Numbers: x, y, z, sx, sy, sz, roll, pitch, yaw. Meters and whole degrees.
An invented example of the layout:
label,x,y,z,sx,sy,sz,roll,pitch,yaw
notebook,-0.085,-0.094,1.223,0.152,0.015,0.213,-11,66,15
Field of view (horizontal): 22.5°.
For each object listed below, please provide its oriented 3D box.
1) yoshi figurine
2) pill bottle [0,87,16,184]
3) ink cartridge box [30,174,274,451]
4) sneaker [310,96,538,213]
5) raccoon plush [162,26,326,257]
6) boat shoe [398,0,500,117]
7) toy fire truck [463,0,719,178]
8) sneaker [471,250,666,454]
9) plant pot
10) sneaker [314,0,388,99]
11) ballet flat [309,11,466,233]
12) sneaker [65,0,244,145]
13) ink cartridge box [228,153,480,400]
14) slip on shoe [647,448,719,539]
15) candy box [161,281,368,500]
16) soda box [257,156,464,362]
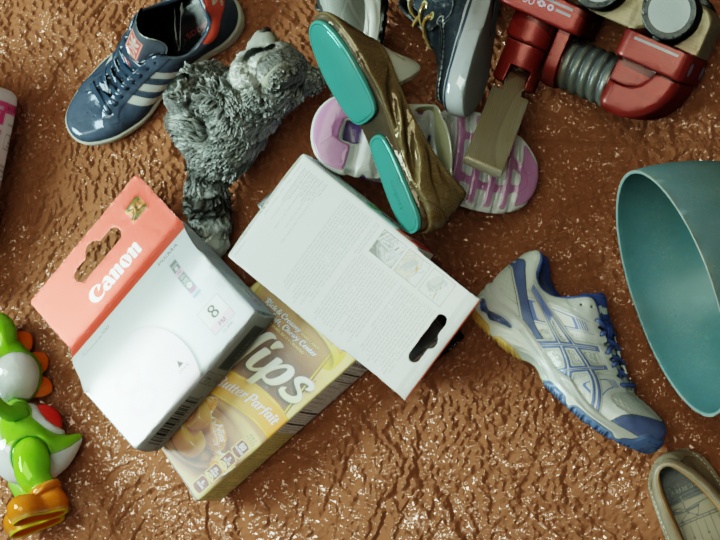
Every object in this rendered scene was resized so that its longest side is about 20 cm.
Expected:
label,x,y,z,sx,sy,sz,roll,pitch,yaw
yoshi figurine,-0.334,0.139,1.641,0.112,0.112,0.201,-24,75,21
pill bottle,-0.392,-0.078,1.676,0.113,0.113,0.201,10,88,19
ink cartridge box,-0.195,0.034,1.587,0.200,0.057,0.163,44,98,19
sneaker,0.054,-0.101,1.556,0.199,0.088,0.081,14,86,-4
raccoon plush,-0.088,-0.111,1.588,0.133,0.097,0.201,5,114,36
boat shoe,0.068,-0.215,1.534,0.090,0.071,0.201,6,56,12
toy fire truck,0.180,-0.162,1.501,0.175,0.129,0.201,27,102,18
sneaker,0.185,0.064,1.494,0.200,0.075,0.088,42,97,17
plant pot,0.302,-0.001,1.417,0.134,0.200,0.201,-17,78,-9
sneaker,-0.014,-0.234,1.563,0.079,0.074,0.201,6,111,2
ballet flat,0.029,-0.129,1.484,0.072,0.068,0.201,-29,91,-25
sneaker,-0.201,-0.192,1.640,0.200,0.084,0.075,-41,74,10
ink cartridge box,-0.001,0.006,1.508,0.200,0.050,0.109,39,96,17
slip on shoe,0.293,0.235,1.449,0.076,0.061,0.201,-27,77,13
candy box,-0.095,0.096,1.591,0.200,0.055,0.116,-42,72,11
soda box,0.000,0.000,1.567,0.071,0.063,0.200,-41,75,10
